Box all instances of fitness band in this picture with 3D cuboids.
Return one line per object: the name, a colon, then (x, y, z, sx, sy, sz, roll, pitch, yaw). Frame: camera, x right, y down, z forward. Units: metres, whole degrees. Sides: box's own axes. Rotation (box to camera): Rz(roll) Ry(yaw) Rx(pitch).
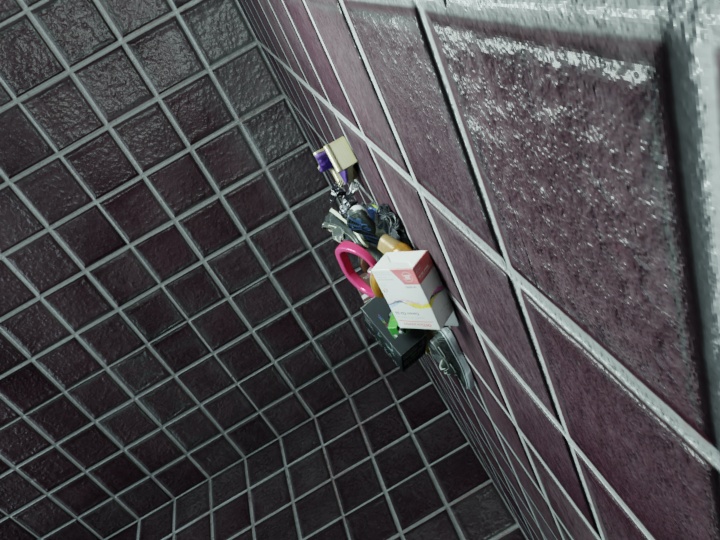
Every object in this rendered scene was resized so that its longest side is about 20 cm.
fitness band: (0.000, 0.000, 1.525, 0.143, 0.038, 0.201, 26, 154, 32)

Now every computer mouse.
computer mouse: (0.091, -0.058, 1.360, 0.202, 0.052, 0.139, 62, 178, -23)

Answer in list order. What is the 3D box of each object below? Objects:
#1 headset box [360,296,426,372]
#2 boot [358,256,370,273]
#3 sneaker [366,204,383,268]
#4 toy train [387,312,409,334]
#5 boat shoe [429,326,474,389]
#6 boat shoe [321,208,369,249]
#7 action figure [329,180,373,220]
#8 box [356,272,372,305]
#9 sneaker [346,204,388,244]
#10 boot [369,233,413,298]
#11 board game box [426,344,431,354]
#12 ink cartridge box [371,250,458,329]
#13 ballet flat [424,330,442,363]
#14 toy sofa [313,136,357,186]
headset box: (0.093, 0.167, 1.547, 0.174, 0.092, 0.201, 48, 169, 22)
boot: (0.073, -0.013, 1.666, 0.201, 0.068, 0.190, 58, 137, 38)
sneaker: (0.042, -0.086, 1.551, 0.074, 0.080, 0.203, 92, 166, -76)
toy train: (0.112, 0.083, 1.457, 0.042, 0.056, 0.202, 61, -146, -40)
boat shoe: (0.238, 0.240, 1.475, 0.202, 0.070, 0.072, 61, 179, -21)
boat shoe: (-0.042, -0.100, 1.541, 0.072, 0.068, 0.200, 40, -179, -44)
action figure: (-0.017, -0.193, 1.633, 0.119, 0.102, 0.200, 47, -174, 17)
box: (0.102, 0.099, 1.764, 0.202, 0.164, 0.165, 62, 179, -27)
sneaker: (0.021, -0.130, 1.427, 0.200, 0.075, 0.078, 39, -120, -65)
boot: (0.093, 0.025, 1.299, 0.144, 0.070, 0.203, 42, 145, 34)
board game box: (0.148, 0.164, 1.641, 0.201, 0.030, 0.095, 59, 165, -26)
ink cartridge box: (0.120, 0.059, 1.190, 0.115, 0.068, 0.202, -2, 126, 44)
ballet flat: (0.211, 0.181, 1.518, 0.202, 0.071, 0.072, 60, 179, -6)
toy sofa: (-0.066, -0.294, 1.572, 0.084, 0.097, 0.200, 61, 178, 3)
